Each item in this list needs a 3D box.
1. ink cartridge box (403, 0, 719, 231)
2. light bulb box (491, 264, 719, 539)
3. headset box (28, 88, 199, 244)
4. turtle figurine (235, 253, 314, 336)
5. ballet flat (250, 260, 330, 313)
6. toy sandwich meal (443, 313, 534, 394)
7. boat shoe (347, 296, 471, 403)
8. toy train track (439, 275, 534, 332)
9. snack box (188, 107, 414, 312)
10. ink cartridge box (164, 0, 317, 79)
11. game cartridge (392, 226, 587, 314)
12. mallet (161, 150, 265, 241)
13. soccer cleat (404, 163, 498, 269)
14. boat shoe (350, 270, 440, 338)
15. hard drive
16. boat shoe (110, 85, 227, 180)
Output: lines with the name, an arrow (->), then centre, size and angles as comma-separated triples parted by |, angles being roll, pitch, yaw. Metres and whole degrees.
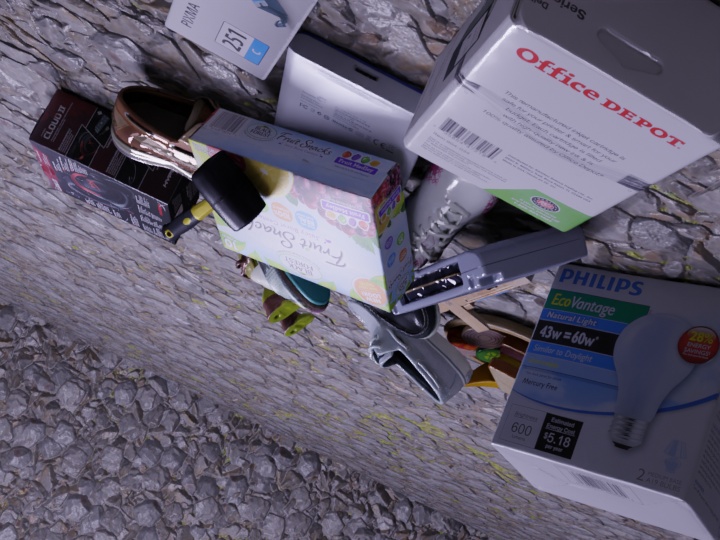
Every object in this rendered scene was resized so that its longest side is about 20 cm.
ink cartridge box -> 0.130, -0.115, 0.628 | 0.144, 0.085, 0.200 | 27, 162, -8
light bulb box -> 0.261, 0.119, 0.920 | 0.196, 0.203, 0.125 | 9, 156, 38
headset box -> -0.299, -0.125, 1.168 | 0.197, 0.076, 0.149 | 24, 162, 1
turtle figurine -> -0.115, -0.012, 1.140 | 0.201, 0.063, 0.163 | 83, 163, -61
ballet flat -> -0.103, -0.032, 1.047 | 0.071, 0.069, 0.202 | -36, 81, 33
toy sandwich meal -> 0.191, 0.126, 1.236 | 0.202, 0.071, 0.206 | 22, 162, 8
boat shoe -> 0.048, 0.093, 1.242 | 0.200, 0.072, 0.070 | 38, 158, 20
toy train track -> 0.127, 0.015, 1.086 | 0.114, 0.033, 0.199 | 38, 153, -16
snack box -> -0.052, -0.056, 0.886 | 0.197, 0.053, 0.144 | 21, 145, 27
ink cartridge box -> -0.113, -0.230, 0.691 | 0.174, 0.045, 0.200 | 28, 161, -13
game cartridge -> 0.118, 0.000, 0.918 | 0.131, 0.042, 0.199 | -10, 174, -26
mallet -> -0.144, -0.048, 0.911 | 0.066, 0.041, 0.200 | 47, 153, -4
soccer cleat -> 0.072, -0.045, 0.889 | 0.069, 0.087, 0.200 | 27, 161, -6
boat shoe -> 0.001, -0.002, 1.018 | 0.200, 0.074, 0.066 | 52, -153, 9
hard drive -> -0.014, -0.114, 0.860 | 0.130, 0.026, 0.201 | 27, 153, 2
boat shoe -> -0.156, -0.132, 0.966 | 0.196, 0.077, 0.072 | 13, 148, -1
